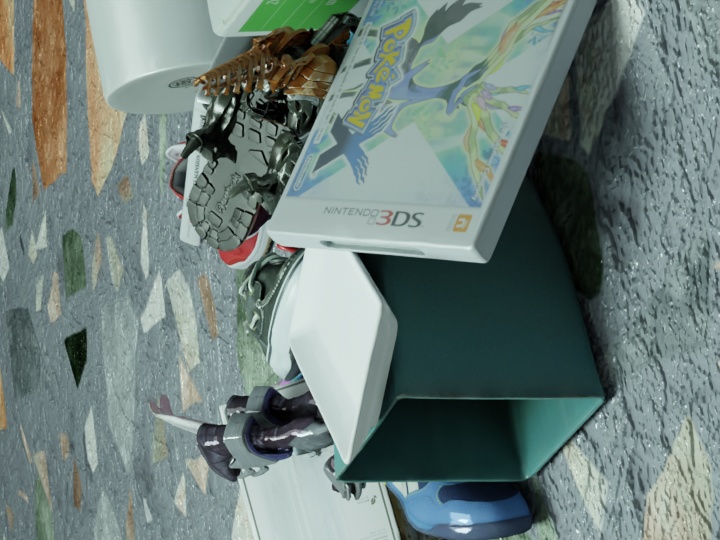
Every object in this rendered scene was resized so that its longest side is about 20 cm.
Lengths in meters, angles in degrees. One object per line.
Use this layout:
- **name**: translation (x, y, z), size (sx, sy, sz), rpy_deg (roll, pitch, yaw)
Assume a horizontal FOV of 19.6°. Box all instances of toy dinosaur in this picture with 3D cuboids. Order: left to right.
- **toy dinosaur**: translation (-0.054, -0.120, 1.397), size (0.136, 0.199, 0.102), rpy_deg (-57, 46, 17)

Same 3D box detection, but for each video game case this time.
- **video game case**: translation (-0.098, -0.149, 1.684), size (0.182, 0.023, 0.201), rpy_deg (103, -173, -54)
- **video game case**: translation (0.044, -0.101, 1.304), size (0.181, 0.022, 0.201), rpy_deg (5, 64, 45)

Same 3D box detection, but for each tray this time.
- **tray**: translation (-0.010, 0.034, 1.331), size (0.200, 0.022, 0.108), rpy_deg (-121, 39, -66)

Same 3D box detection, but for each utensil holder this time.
- **utensil holder**: translation (-0.168, -0.258, 1.864), size (0.170, 0.168, 0.202), rpy_deg (147, 116, -66)

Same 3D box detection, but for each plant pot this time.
- **plant pot**: translation (0.056, 0.020, 1.378), size (0.142, 0.140, 0.202), rpy_deg (124, 143, -58)

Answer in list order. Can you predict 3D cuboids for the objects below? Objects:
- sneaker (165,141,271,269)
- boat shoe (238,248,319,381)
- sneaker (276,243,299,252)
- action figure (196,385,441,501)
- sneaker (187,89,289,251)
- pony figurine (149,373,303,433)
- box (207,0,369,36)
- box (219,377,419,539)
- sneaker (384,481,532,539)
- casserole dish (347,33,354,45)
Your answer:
- **sneaker**: translation (-0.130, -0.061, 1.878), size (0.200, 0.111, 0.072), rpy_deg (120, 141, -56)
- **boat shoe**: translation (-0.059, 0.024, 1.519), size (0.071, 0.072, 0.200), rpy_deg (40, 157, 8)
- **sneaker**: translation (0.000, 0.000, 1.542), size (0.201, 0.114, 0.079), rpy_deg (-117, 31, -48)
- **action figure**: translation (-0.019, 0.103, 1.489), size (0.199, 0.070, 0.131), rpy_deg (-14, 36, 39)
- **sneaker**: translation (-0.059, -0.106, 1.593), size (0.076, 0.087, 0.200), rpy_deg (46, 130, 9)
- **pony figurine**: translation (-0.059, 0.157, 1.720), size (0.192, 0.166, 0.202), rpy_deg (3, 102, 47)
- **box**: translation (-0.013, -0.286, 1.443), size (0.199, 0.170, 0.202), rpy_deg (145, 116, -67)
- **box**: translation (-0.024, 0.184, 1.600), size (0.060, 0.116, 0.202), rpy_deg (20, -129, -74)
- **sneaker**: translation (0.060, 0.131, 1.475), size (0.200, 0.073, 0.083), rpy_deg (-143, 54, -62)
- **casserole dish**: translation (0.045, -0.132, 1.470), size (0.122, 0.039, 0.200), rpy_deg (64, 157, 1)
